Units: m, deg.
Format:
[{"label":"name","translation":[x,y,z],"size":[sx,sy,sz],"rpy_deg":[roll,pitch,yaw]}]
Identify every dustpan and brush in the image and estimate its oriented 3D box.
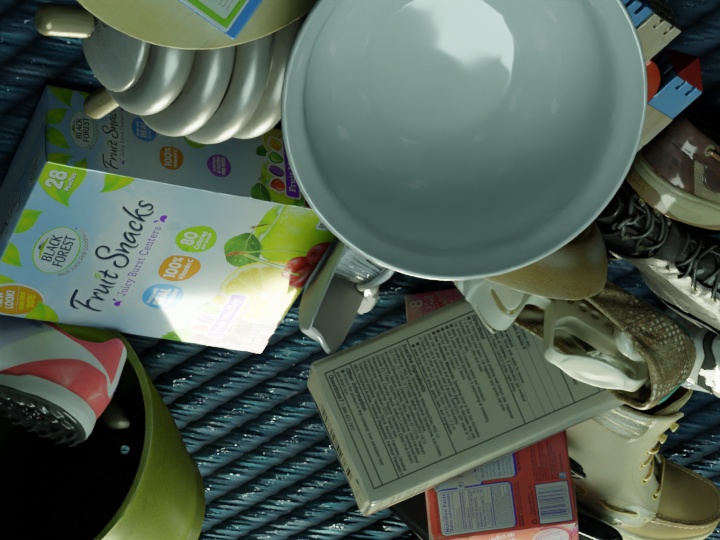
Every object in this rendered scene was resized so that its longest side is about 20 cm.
[{"label":"dustpan and brush","translation":[0.000,0.000,1.600],"size":[0.057,0.140,0.200],"rpy_deg":[26,168,-7]}]

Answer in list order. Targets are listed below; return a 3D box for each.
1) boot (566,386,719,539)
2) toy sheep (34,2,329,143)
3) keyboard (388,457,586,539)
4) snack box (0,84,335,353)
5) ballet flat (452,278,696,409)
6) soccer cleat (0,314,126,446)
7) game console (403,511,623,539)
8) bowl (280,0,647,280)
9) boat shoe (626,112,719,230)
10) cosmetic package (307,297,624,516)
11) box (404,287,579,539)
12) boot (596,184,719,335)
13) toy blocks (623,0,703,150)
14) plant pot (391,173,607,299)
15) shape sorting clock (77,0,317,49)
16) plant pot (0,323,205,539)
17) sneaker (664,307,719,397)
[{"label":"boot","translation":[0.215,0.132,1.826],"size":[0.199,0.073,0.156],"rpy_deg":[20,138,-18]},{"label":"toy sheep","translation":[-0.092,-0.133,1.366],"size":[0.199,0.138,0.138],"rpy_deg":[-6,149,-34]},{"label":"keyboard","translation":[0.098,0.159,1.774],"size":[0.127,0.200,0.021],"rpy_deg":[-47,164,-4]},{"label":"snack box","translation":[-0.129,-0.028,1.556],"size":[0.199,0.068,0.169],"rpy_deg":[10,142,-19]},{"label":"ballet flat","translation":[0.116,0.021,1.506],"size":[0.199,0.065,0.071],"rpy_deg":[29,138,3]},{"label":"soccer cleat","translation":[-0.248,0.050,1.618],"size":[0.199,0.073,0.068],"rpy_deg":[21,151,24]},{"label":"game console","translation":[0.092,0.239,1.869],"size":[0.175,0.117,0.200],"rpy_deg":[23,162,5]},{"label":"bowl","translation":[0.050,-0.102,1.337],"size":[0.200,0.090,0.202],"rpy_deg":[-3,110,-9]},{"label":"boat shoe","translation":[0.255,-0.065,1.556],"size":[0.199,0.072,0.072],"rpy_deg":[10,121,-41]},{"label":"cosmetic package","translation":[0.075,0.073,1.578],"size":[0.199,0.104,0.087],"rpy_deg":[-21,171,-7]},{"label":"box","translation":[0.090,0.116,1.675],"size":[0.102,0.201,0.095],"rpy_deg":[-8,145,2]},{"label":"boot","translation":[0.213,-0.004,1.574],"size":[0.200,0.069,0.174],"rpy_deg":[19,172,45]},{"label":"toy blocks","translation":[0.127,-0.131,1.444],"size":[0.200,0.100,0.137],"rpy_deg":[28,121,-37]},{"label":"plant pot","translation":[0.066,-0.052,1.460],"size":[0.199,0.200,0.028],"rpy_deg":[16,115,-28]},{"label":"shape sorting clock","translation":[-0.079,-0.214,1.262],"size":[0.199,0.039,0.201],"rpy_deg":[-10,116,-21]},{"label":"plant pot","translation":[-0.202,0.146,1.704],"size":[0.200,0.201,0.193],"rpy_deg":[-15,156,13]},{"label":"sneaker","translation":[0.302,0.081,1.747],"size":[0.199,0.074,0.080],"rpy_deg":[19,176,-33]}]
